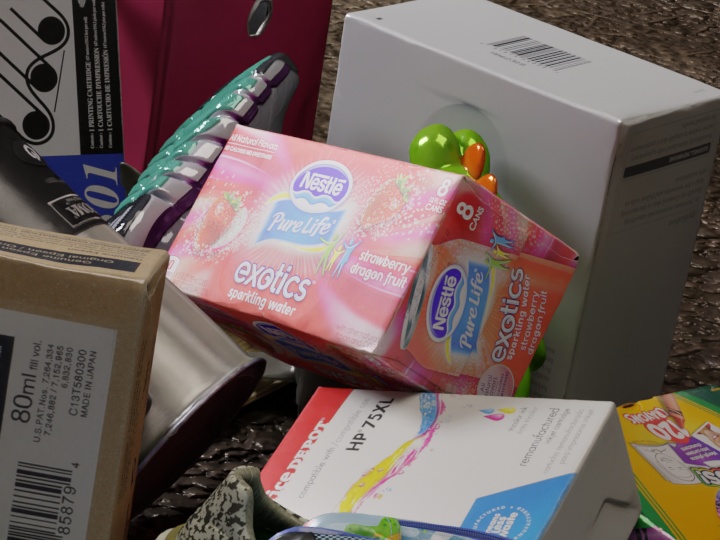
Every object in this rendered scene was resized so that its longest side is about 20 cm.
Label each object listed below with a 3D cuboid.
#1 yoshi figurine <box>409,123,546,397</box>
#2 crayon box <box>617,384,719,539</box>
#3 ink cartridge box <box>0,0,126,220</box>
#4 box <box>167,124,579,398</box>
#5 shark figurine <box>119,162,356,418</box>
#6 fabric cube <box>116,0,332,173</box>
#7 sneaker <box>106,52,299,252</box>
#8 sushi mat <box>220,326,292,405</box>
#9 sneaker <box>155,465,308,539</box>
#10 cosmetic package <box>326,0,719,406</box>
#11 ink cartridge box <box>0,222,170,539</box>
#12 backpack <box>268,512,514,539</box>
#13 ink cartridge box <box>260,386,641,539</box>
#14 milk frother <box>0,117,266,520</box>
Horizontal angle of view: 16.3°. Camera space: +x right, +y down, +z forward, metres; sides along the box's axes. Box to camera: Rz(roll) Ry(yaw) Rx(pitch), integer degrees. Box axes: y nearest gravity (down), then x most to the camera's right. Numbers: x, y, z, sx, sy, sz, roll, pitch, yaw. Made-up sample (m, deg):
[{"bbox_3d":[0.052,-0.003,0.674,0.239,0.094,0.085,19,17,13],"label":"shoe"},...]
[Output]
[{"bbox_3d":[0.042,0.023,1.373,0.112,0.201,0.112,-10,-24,22],"label":"yoshi figurine"},{"bbox_3d":[0.167,0.122,1.269,0.119,0.058,0.200,36,24,29],"label":"crayon box"},{"bbox_3d":[-0.188,-0.076,1.470,0.094,0.201,0.044,-4,2,-26],"label":"ink cartridge box"},{"bbox_3d":[0.000,0.000,1.275,0.095,0.103,0.200,34,-10,-37],"label":"box"},{"bbox_3d":[-0.042,0.009,1.436,0.128,0.090,0.214,-11,42,-44],"label":"shark figurine"},{"bbox_3d":[-0.151,-0.142,1.632,0.200,0.200,0.196,22,26,27],"label":"fabric cube"},{"bbox_3d":[-0.078,-0.035,1.401,0.088,0.074,0.200,46,54,-13],"label":"sneaker"},{"bbox_3d":[-0.097,0.055,1.436,0.095,0.012,0.200,23,28,28],"label":"sushi mat"},{"bbox_3d":[0.002,0.153,1.074,0.200,0.089,0.077,30,30,-5],"label":"sneaker"},{"bbox_3d":[0.086,-0.035,1.473,0.199,0.201,0.123,25,26,32],"label":"cosmetic package"},{"bbox_3d":[-0.181,0.079,1.114,0.164,0.201,0.075,9,11,1],"label":"ink cartridge box"},{"bbox_3d":[0.040,0.191,0.973,0.199,0.184,0.147,12,27,-4],"label":"backpack"},{"bbox_3d":[0.016,0.116,1.164,0.199,0.067,0.116,1,35,29],"label":"ink cartridge box"},{"bbox_3d":[-0.189,0.063,1.263,0.188,0.200,0.180,43,28,10],"label":"milk frother"}]
